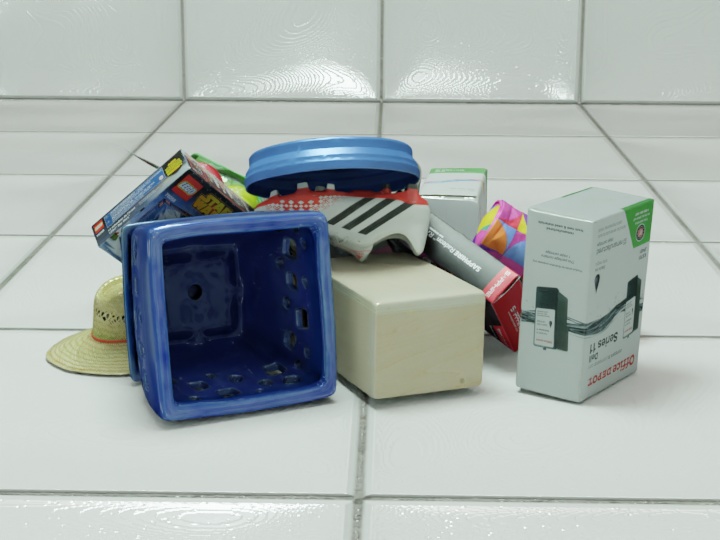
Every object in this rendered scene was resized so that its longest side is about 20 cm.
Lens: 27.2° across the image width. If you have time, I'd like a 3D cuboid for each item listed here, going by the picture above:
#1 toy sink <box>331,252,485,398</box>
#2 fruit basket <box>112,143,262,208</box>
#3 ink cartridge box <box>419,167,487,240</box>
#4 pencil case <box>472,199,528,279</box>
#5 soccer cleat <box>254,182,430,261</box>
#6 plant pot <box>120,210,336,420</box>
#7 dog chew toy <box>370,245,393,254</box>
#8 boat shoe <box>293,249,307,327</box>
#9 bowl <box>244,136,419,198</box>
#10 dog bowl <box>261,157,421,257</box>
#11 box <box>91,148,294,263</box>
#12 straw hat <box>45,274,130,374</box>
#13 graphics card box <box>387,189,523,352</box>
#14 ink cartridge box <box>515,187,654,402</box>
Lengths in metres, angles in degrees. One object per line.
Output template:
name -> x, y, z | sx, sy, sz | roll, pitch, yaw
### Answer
toy sink -> 0.033, 0.059, 1.626 | 0.129, 0.113, 0.200 | -5, 15, -24
fruit basket -> -0.198, -0.091, 1.856 | 0.184, 0.094, 0.200 | 27, 3, 21
ink cartridge box -> 0.123, -0.049, 1.980 | 0.087, 0.147, 0.200 | 1, 15, 6
pencil case -> 0.224, -0.001, 1.764 | 0.199, 0.089, 0.088 | 33, 13, -6
soccer cleat -> -0.020, -0.052, 1.665 | 0.198, 0.086, 0.069 | -1, -6, -1
plant pot -> -0.150, 0.034, 1.566 | 0.198, 0.202, 0.180 | -7, 10, -24
dog chew toy -> 0.000, 0.000, 1.854 | 0.123, 0.126, 0.200 | -1, 21, -7
boat shoe -> -0.108, 0.014, 1.816 | 0.074, 0.075, 0.203 | -11, 20, 1
bowl -> -0.033, -0.115, 1.682 | 0.199, 0.040, 0.201 | -4, -6, 0
dog bowl -> -0.019, -0.084, 1.833 | 0.198, 0.059, 0.201 | -6, 31, 4
box -> -0.186, -0.034, 1.675 | 0.200, 0.137, 0.040 | 41, 15, -46
straw hat -> -0.261, 0.051, 1.705 | 0.199, 0.086, 0.201 | 0, 14, 0
graphics card box -> 0.112, 0.000, 1.722 | 0.051, 0.126, 0.200 | -45, 57, -9
ink cartridge box -> 0.240, 0.024, 1.594 | 0.083, 0.202, 0.146 | 14, 20, 34
